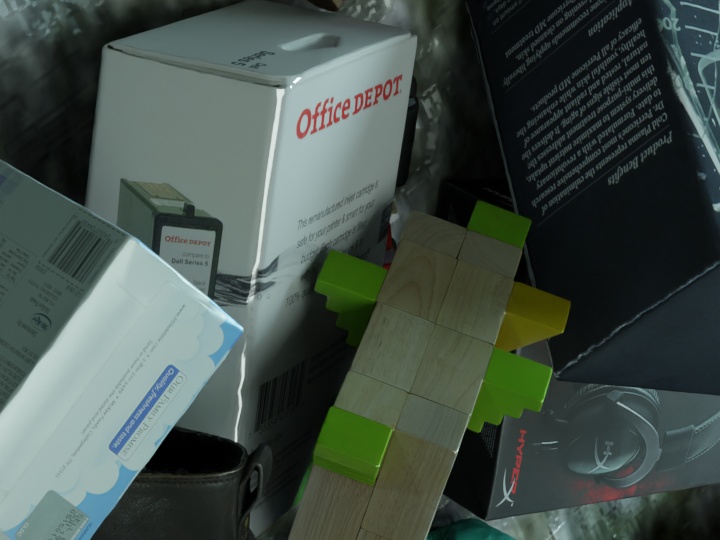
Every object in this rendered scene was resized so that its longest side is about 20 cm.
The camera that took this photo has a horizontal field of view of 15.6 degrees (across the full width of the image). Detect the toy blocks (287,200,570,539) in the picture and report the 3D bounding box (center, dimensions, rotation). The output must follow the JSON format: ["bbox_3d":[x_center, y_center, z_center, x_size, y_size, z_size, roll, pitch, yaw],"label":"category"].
[{"bbox_3d":[0.011,0.075,1.072,0.200,0.100,0.137,-67,176,-57],"label":"toy blocks"}]

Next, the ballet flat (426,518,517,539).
[{"bbox_3d":[0.021,0.162,1.238,0.200,0.070,0.068,-16,113,-50],"label":"ballet flat"}]

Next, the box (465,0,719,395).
[{"bbox_3d":[0.174,-0.054,1.184,0.199,0.124,0.197,6,61,-35],"label":"box"}]

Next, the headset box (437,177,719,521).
[{"bbox_3d":[0.127,0.031,1.291,0.199,0.077,0.149,-3,111,-36],"label":"headset box"}]

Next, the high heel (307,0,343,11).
[{"bbox_3d":[-0.035,-0.199,1.072,0.200,0.067,0.096,45,74,-39],"label":"high heel"}]

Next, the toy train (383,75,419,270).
[{"bbox_3d":[0.000,0.000,1.197,0.034,0.046,0.201,-7,113,-36],"label":"toy train"}]

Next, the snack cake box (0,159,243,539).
[{"bbox_3d":[-0.147,0.021,0.987,0.067,0.200,0.115,41,82,-38],"label":"snack cake box"}]

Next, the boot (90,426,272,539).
[{"bbox_3d":[-0.118,0.131,1.046,0.069,0.199,0.175,-75,157,-55],"label":"boot"}]

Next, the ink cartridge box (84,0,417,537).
[{"bbox_3d":[-0.051,-0.002,1.094,0.145,0.084,0.201,-31,132,-64],"label":"ink cartridge box"}]
